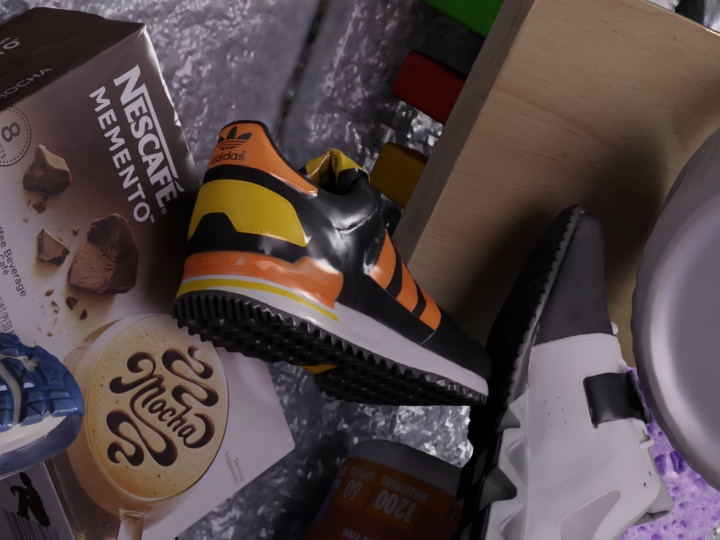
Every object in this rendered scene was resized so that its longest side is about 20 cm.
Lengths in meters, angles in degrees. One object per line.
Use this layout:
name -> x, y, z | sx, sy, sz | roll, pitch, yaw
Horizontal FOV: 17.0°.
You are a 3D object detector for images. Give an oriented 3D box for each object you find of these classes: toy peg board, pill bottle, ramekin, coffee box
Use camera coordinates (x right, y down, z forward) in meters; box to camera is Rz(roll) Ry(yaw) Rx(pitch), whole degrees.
toy peg board -> 0.084, -0.042, 1.138 | 0.200, 0.098, 0.199 | 16, 104, -42
pill bottle -> 0.003, 0.186, 1.084 | 0.112, 0.112, 0.200 | 38, 73, -40
ramekin -> 0.213, 0.020, 1.052 | 0.105, 0.200, 0.200 | -32, 123, -64
coffee box -> -0.117, 0.010, 0.961 | 0.113, 0.080, 0.200 | -34, 120, -32

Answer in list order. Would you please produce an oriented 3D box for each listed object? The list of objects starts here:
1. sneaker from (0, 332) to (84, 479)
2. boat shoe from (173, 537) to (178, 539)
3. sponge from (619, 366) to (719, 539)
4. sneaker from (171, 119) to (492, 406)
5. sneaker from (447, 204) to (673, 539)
sneaker -> -0.196, 0.081, 0.885 | 0.200, 0.077, 0.085 | -15, 128, -3
boat shoe -> -0.137, 0.192, 0.985 | 0.200, 0.075, 0.093 | -36, 116, -30
sponge -> 0.122, 0.139, 1.191 | 0.111, 0.030, 0.200 | 6, 116, -41
sneaker -> 0.000, 0.000, 0.983 | 0.200, 0.070, 0.090 | 25, 67, -55
sneaker -> 0.094, 0.071, 1.039 | 0.088, 0.074, 0.200 | 17, 69, -9
